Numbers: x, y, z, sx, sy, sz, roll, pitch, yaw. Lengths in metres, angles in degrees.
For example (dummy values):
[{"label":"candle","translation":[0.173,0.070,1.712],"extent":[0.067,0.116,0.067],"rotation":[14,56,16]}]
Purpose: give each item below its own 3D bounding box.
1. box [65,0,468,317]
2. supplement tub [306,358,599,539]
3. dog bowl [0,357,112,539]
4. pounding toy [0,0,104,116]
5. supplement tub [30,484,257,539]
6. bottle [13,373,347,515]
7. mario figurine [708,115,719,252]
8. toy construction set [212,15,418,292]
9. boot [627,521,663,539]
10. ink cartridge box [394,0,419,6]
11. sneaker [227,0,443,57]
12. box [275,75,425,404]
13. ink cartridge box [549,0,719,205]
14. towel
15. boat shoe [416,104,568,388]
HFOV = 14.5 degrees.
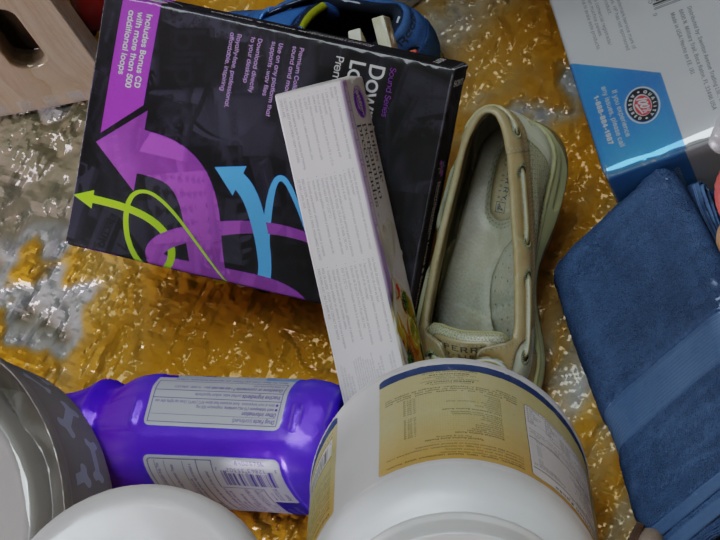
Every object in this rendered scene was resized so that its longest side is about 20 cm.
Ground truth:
[{"label":"box","translation":[-0.052,-0.062,1.526],"extent":[0.199,0.036,0.143],"rotation":[12,102,11]},{"label":"supplement tub","translation":[0.045,0.140,1.367],"extent":[0.144,0.145,0.200],"rotation":[-20,18,8]},{"label":"dog bowl","translation":[-0.215,0.138,1.522],"extent":[0.200,0.059,0.201],"rotation":[-6,80,36]},{"label":"pounding toy","translation":[-0.203,-0.202,1.662],"extent":[0.142,0.200,0.185],"rotation":[-10,60,14]},{"label":"supplement tub","translation":[-0.082,0.206,1.392],"extent":[0.145,0.200,0.145],"rotation":[-9,60,16]},{"label":"bottle","translation":[-0.094,0.093,1.529],"extent":[0.199,0.084,0.065],"rotation":[1,63,25]},{"label":"mario figurine","translation":[0.214,-0.005,1.404],"extent":[0.123,0.200,0.106],"rotation":[30,75,31]},{"label":"toy construction set","translation":[-0.043,-0.062,1.590],"extent":[0.200,0.092,0.132],"rotation":[-20,69,24]},{"label":"boot","translation":[0.166,0.236,1.369],"extent":[0.146,0.070,0.200],"rotation":[17,74,17]},{"label":"ink cartridge box","translation":[-0.018,-0.245,1.619],"extent":[0.067,0.200,0.116],"rotation":[-36,56,-1]},{"label":"sneaker","translation":[-0.051,-0.134,1.645],"extent":[0.199,0.078,0.066],"rotation":[1,64,22]},{"label":"box","translation":[0.000,0.000,1.477],"extent":[0.041,0.039,0.201],"rotation":[-13,92,19]},{"label":"ink cartridge box","translation":[0.217,-0.122,1.537],"extent":[0.199,0.084,0.145],"rotation":[-20,56,9]},{"label":"towel","translation":[0.170,0.054,1.464],"extent":[0.112,0.048,0.200],"rotation":[-41,51,32]},{"label":"boat shoe","translation":[0.062,0.014,1.504],"extent":[0.073,0.063,0.201],"rotation":[12,87,28]}]
